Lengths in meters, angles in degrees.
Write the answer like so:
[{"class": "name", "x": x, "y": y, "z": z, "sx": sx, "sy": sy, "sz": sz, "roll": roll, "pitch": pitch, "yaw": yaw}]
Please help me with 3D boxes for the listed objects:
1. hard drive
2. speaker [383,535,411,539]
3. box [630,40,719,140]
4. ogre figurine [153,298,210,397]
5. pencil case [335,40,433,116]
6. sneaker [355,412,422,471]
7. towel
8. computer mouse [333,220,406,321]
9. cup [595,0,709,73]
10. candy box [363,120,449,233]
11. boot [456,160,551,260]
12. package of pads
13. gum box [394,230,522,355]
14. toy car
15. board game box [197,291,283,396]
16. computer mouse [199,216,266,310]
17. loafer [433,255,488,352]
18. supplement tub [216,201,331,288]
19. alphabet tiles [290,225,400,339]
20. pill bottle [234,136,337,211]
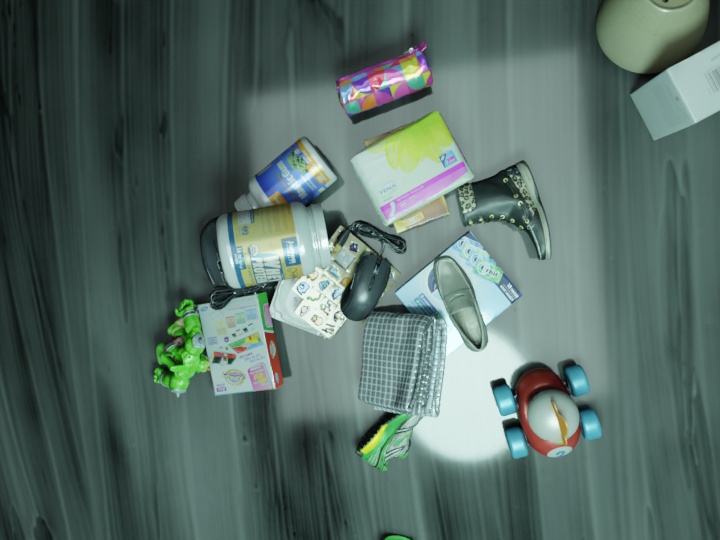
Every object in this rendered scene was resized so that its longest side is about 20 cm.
[{"class": "hard drive", "x": -0.100, "y": 0.026, "z": 1.308, "sx": 0.139, "sy": 0.038, "sz": 0.201, "roll": 21, "pitch": 94, "yaw": 4}, {"class": "speaker", "x": 0.068, "y": 0.667, "z": 1.296, "sx": 0.088, "sy": 0.088, "sz": 0.201, "roll": 9, "pitch": 93, "yaw": 6}, {"class": "box", "x": 0.613, "y": -0.333, "z": 1.131, "sx": 0.152, "sy": 0.200, "sz": 0.107, "roll": -29, "pitch": 90, "yaw": 6}, {"class": "ogre figurine", "x": -0.376, "y": 0.175, "z": 1.296, "sx": 0.200, "sy": 0.098, "sz": 0.120, "roll": -50, "pitch": 46, "yaw": 3}, {"class": "pencil case", "x": 0.048, "y": -0.383, "z": 1.250, "sx": 0.199, "sy": 0.088, "sz": 0.089, "roll": -22, "pitch": 90, "yaw": 6}, {"class": "sneaker", "x": 0.083, "y": 0.333, "z": 1.291, "sx": 0.085, "sy": 0.078, "sz": 0.200, "roll": 42, "pitch": 105, "yaw": -4}, {"class": "towel", "x": 0.077, "y": 0.181, "z": 1.221, "sx": 0.165, "sy": 0.085, "sz": 0.201, "roll": -1, "pitch": 77, "yaw": 45}, {"class": "computer mouse", "x": 0.000, "y": 0.000, "z": 1.255, "sx": 0.140, "sy": 0.046, "sz": 0.201, "roll": 29, "pitch": 92, "yaw": -17}, {"class": "cup", "x": 0.551, "y": -0.488, "z": 1.144, "sx": 0.199, "sy": 0.143, "sz": 0.201, "roll": -1, "pitch": 83, "yaw": 11}, {"class": "candy box", "x": 0.095, "y": -0.189, "z": 1.268, "sx": 0.116, "sy": 0.056, "sz": 0.201, "roll": -20, "pitch": 92, "yaw": 6}, {"class": "boot", "x": 0.288, "y": -0.103, "z": 1.243, "sx": 0.153, "sy": 0.073, "sz": 0.205, "roll": -16, "pitch": 84, "yaw": 9}, {"class": "package of pads", "x": 0.097, "y": -0.200, "z": 1.205, "sx": 0.199, "sy": 0.068, "sz": 0.155, "roll": -29, "pitch": 90, "yaw": 5}, {"class": "gum box", "x": 0.199, "y": 0.047, "z": 1.272, "sx": 0.200, "sy": 0.045, "sz": 0.170, "roll": -39, "pitch": 88, "yaw": 6}, {"class": "toy car", "x": 0.368, "y": 0.289, "z": 1.187, "sx": 0.183, "sy": 0.200, "sz": 0.178, "roll": -16, "pitch": 91, "yaw": 7}, {"class": "board game box", "x": -0.254, "y": 0.156, "z": 1.312, "sx": 0.152, "sy": 0.040, "sz": 0.201, "roll": -10, "pitch": 92, "yaw": 21}, {"class": "computer mouse", "x": -0.280, "y": -0.032, "z": 1.283, "sx": 0.138, "sy": 0.053, "sz": 0.201, "roll": -25, "pitch": 68, "yaw": 8}, {"class": "loafer", "x": 0.199, "y": 0.064, "z": 1.215, "sx": 0.070, "sy": 0.070, "sz": 0.201, "roll": -26, "pitch": 90, "yaw": 7}, {"class": "supplement tub", "x": -0.164, "y": -0.052, "z": 1.189, "sx": 0.199, "sy": 0.145, "sz": 0.145, "roll": -10, "pitch": 92, "yaw": -4}, {"class": "alphabet tiles", "x": -0.039, "y": 0.036, "z": 1.281, "sx": 0.167, "sy": 0.008, "sz": 0.200, "roll": 38, "pitch": 90, "yaw": -16}, {"class": "pill bottle", "x": -0.156, "y": -0.170, "z": 1.267, "sx": 0.200, "sy": 0.112, "sz": 0.112, "roll": -39, "pitch": 88, "yaw": 6}]
